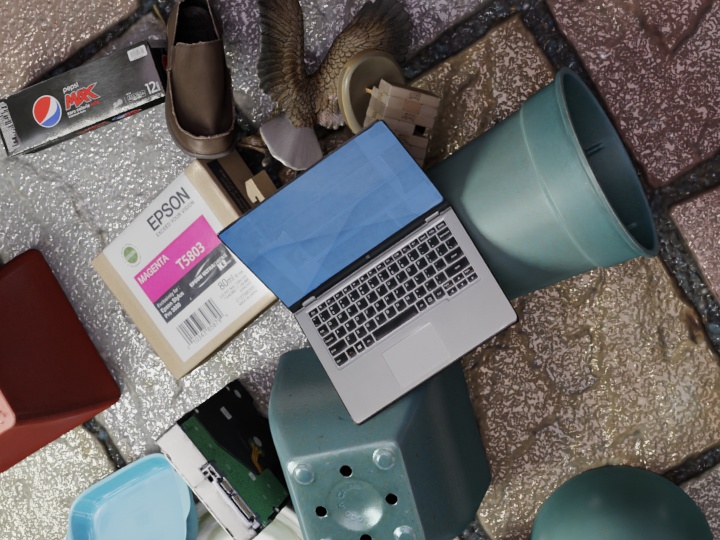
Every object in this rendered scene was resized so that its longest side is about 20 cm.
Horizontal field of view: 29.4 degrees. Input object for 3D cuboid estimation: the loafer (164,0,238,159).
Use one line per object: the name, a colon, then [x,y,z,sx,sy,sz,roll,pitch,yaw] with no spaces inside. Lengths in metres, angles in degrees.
loafer: [-0.170,-0.203,1.403,0.072,0.071,0.202,-9,59,-12]

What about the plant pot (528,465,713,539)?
plant pot: [0.260,0.318,1.382,0.198,0.161,0.204,2,99,12]

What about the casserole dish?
casserole dish: [-0.249,0.282,1.523,0.199,0.039,0.122,-31,64,29]

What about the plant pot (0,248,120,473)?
plant pot: [-0.417,0.119,1.498,0.199,0.176,0.201,-31,91,14]

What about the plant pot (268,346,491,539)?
plant pot: [0.011,0.193,1.384,0.194,0.200,0.198,-12,106,14]

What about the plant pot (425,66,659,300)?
plant pot: [0.161,-0.064,1.347,0.195,0.200,0.202,-26,91,23]

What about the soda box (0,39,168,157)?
soda box: [-0.294,-0.186,1.483,0.198,0.071,0.064,-18,94,14]

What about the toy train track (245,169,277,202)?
toy train track: [-0.057,-0.006,1.373,0.032,0.115,0.201,-28,97,44]

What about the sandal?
sandal: [0.037,-0.135,1.378,0.054,0.080,0.201,23,144,45]

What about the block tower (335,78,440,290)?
block tower: [0.021,-0.080,1.328,0.057,0.054,0.202,12,104,-19]

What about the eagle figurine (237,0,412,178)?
eagle figurine: [-0.053,-0.202,1.402,0.150,0.151,0.202,34,109,27]

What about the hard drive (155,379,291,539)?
hard drive: [-0.128,0.197,1.431,0.038,0.200,0.140,-40,89,14]

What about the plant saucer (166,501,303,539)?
plant saucer: [-0.122,0.339,1.526,0.197,0.050,0.203,2,98,12]

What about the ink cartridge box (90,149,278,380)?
ink cartridge box: [-0.167,-0.007,1.451,0.200,0.075,0.165,-39,88,32]

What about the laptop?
laptop: [0.008,0.007,1.250,0.186,0.116,0.201,-34,75,11]
